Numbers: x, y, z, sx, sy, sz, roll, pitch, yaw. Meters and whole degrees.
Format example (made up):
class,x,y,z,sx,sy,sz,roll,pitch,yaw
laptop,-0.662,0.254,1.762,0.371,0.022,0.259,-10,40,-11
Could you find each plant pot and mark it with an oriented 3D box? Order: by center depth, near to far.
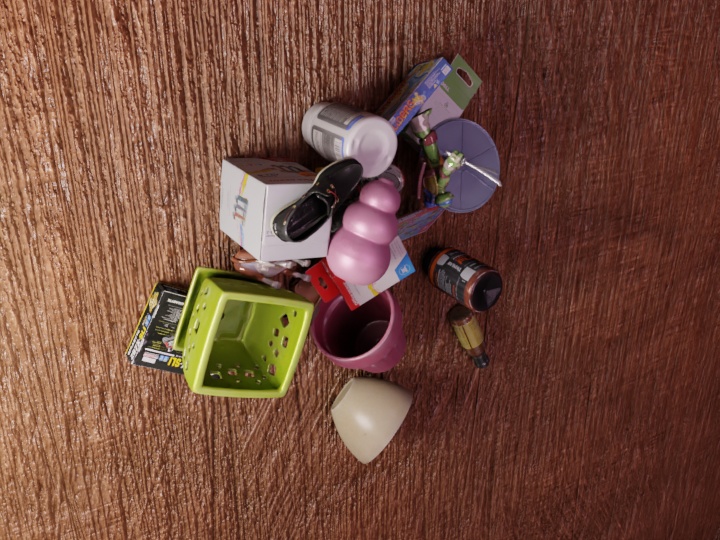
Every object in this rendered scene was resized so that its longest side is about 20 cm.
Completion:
class,x,y,z,sx,sy,sz,roll,pitch,yaw
plant pot,-0.232,0.106,1.385,0.199,0.181,0.201,10,105,-38
plant pot,0.013,0.137,1.637,0.200,0.200,0.179,-49,145,-6
plant pot,0.010,0.329,1.732,0.134,0.200,0.201,36,88,-4

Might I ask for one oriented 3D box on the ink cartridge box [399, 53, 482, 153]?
class,x,y,z,sx,sy,sz,roll,pitch,yaw
ink cartridge box,0.164,-0.357,1.588,0.104,0.059,0.201,34,90,-40

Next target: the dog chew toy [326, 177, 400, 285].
class,x,y,z,sx,sy,sz,roll,pitch,yaw
dog chew toy,0.014,-0.076,1.384,0.124,0.124,0.202,14,103,-38

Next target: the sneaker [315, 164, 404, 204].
class,x,y,z,sx,sy,sz,roll,pitch,yaw
sneaker,-0.011,-0.159,1.436,0.198,0.082,0.078,-7,122,12

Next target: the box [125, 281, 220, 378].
class,x,y,z,sx,sy,sz,roll,pitch,yaw
box,-0.340,0.125,1.467,0.199,0.049,0.161,19,102,-39

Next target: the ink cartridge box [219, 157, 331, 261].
class,x,y,z,sx,sy,sz,roll,pitch,yaw
ink cartridge box,-0.159,-0.119,1.382,0.144,0.200,0.146,-6,114,-32

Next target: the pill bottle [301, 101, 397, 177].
class,x,y,z,sx,sy,sz,roll,pitch,yaw
pill bottle,-0.027,-0.257,1.412,0.113,0.200,0.115,-14,118,-27

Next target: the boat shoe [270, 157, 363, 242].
class,x,y,z,sx,sy,sz,roll,pitch,yaw
boat shoe,-0.065,-0.120,1.284,0.201,0.063,0.074,-41,123,-16

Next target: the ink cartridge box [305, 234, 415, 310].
class,x,y,z,sx,sy,sz,roll,pitch,yaw
ink cartridge box,0.000,0.000,1.516,0.199,0.067,0.116,-33,135,-1

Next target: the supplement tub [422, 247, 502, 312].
class,x,y,z,sx,sy,sz,roll,pitch,yaw
supplement tub,0.227,0.012,1.709,0.106,0.200,0.108,-15,119,-29

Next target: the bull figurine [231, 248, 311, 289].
class,x,y,z,sx,sy,sz,roll,pitch,yaw
bull figurine,-0.165,-0.018,1.438,0.200,0.121,0.066,-22,129,-61

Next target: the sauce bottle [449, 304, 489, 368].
class,x,y,z,sx,sy,sz,roll,pitch,yaw
sauce bottle,0.286,0.176,1.913,0.066,0.066,0.201,-37,129,-15

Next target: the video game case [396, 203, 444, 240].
class,x,y,z,sx,sy,sz,roll,pitch,yaw
video game case,0.087,-0.090,1.622,0.199,0.143,0.018,-23,77,-25

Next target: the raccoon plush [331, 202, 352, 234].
class,x,y,z,sx,sy,sz,roll,pitch,yaw
raccoon plush,-0.016,-0.096,1.506,0.097,0.133,0.201,62,46,-60

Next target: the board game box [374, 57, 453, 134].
class,x,y,z,sx,sy,sz,roll,pitch,yaw
board game box,0.087,-0.339,1.494,0.034,0.135,0.200,42,84,-20

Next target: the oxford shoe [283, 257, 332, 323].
class,x,y,z,sx,sy,sz,roll,pitch,yaw
oxford shoe,-0.107,0.025,1.570,0.071,0.071,0.201,16,103,-34

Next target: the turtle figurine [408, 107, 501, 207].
class,x,y,z,sx,sy,sz,roll,pitch,yaw
turtle figurine,0.183,-0.240,1.493,0.144,0.199,0.195,-40,106,-52

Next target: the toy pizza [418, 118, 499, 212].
class,x,y,z,sx,sy,sz,roll,pitch,yaw
toy pizza,0.212,-0.225,1.597,0.198,0.032,0.202,-1,92,-22
